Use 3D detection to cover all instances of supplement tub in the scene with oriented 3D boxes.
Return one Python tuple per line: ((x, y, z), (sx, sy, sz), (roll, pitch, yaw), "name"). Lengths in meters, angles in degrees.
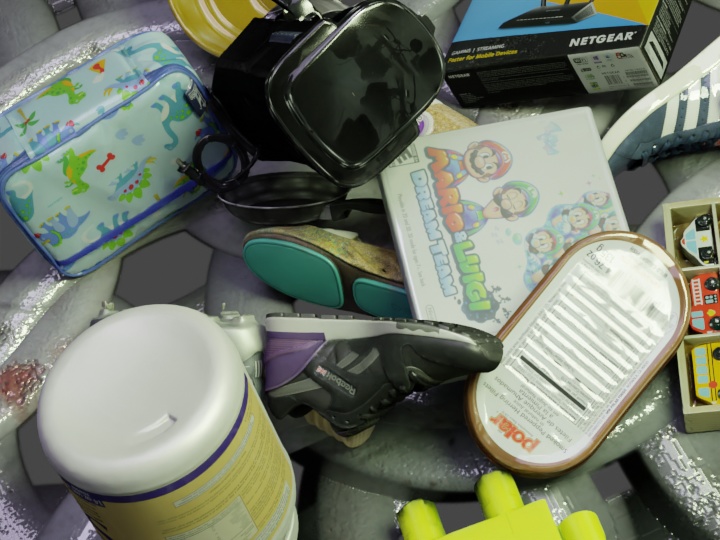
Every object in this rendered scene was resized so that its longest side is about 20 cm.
((-0.128, 0.137, 1.205), (0.144, 0.201, 0.146), (-9, 49, 10), "supplement tub")

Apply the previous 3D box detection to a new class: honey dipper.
((-0.069, 0.082, 1.355), (0.199, 0.038, 0.038), (27, 64, 37), "honey dipper")

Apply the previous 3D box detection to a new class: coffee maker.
((-0.038, -0.128, 1.346), (0.193, 0.134, 0.200), (-65, 19, 3), "coffee maker")

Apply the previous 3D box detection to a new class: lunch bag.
((-0.210, -0.096, 1.462), (0.199, 0.161, 0.083), (-32, 51, -6), "lunch bag")

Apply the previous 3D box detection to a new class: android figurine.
((0.092, 0.233, 1.175), (0.181, 0.041, 0.201), (-19, 47, 2), "android figurine")

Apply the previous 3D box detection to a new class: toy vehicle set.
((0.297, 0.026, 1.286), (0.123, 0.027, 0.201), (-7, 50, 12), "toy vehicle set")

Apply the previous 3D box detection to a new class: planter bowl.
((-0.080, -0.288, 1.603), (0.199, 0.083, 0.202), (-2, 86, 24), "planter bowl")

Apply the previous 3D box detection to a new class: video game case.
((0.118, -0.023, 1.322), (0.180, 0.024, 0.202), (-11, 67, -8), "video game case")

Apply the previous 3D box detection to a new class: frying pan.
((-0.029, -0.059, 1.430), (0.188, 0.031, 0.115), (5, 19, 22), "frying pan")

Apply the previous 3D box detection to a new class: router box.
((0.182, -0.217, 1.474), (0.199, 0.051, 0.150), (-3, 49, 37), "router box")

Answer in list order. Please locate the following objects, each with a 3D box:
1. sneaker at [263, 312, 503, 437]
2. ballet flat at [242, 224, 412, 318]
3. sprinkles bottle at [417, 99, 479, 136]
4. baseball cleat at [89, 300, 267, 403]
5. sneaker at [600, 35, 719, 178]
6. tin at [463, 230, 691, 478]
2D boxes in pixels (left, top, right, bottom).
((0.016, 0.079, 1.250), (0.199, 0.075, 0.088), (1, 84, 36), "sneaker")
((0.000, 0.000, 1.381), (0.199, 0.071, 0.071), (18, 59, 27), "ballet flat")
((0.059, -0.110, 1.446), (0.068, 0.068, 0.200), (-42, 51, -17), "sprinkles bottle")
((-0.151, 0.078, 1.358), (0.199, 0.069, 0.108), (1, 92, 49), "baseball cleat")
((0.274, -0.119, 1.389), (0.200, 0.075, 0.085), (-40, 82, 2), "sneaker")
((0.157, 0.059, 1.248), (0.112, 0.042, 0.200), (38, 85, 12), "tin")
